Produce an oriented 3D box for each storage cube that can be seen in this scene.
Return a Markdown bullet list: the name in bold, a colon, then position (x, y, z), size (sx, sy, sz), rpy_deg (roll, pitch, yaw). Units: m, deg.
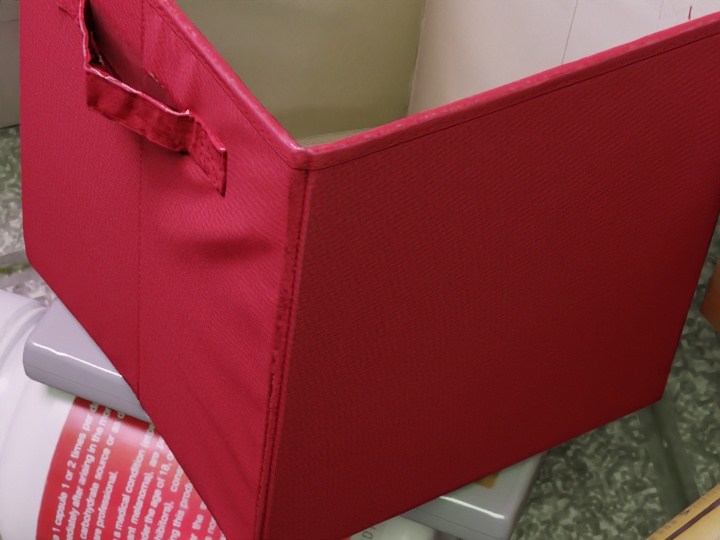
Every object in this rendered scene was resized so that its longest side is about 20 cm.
- **storage cube**: position (0.000, -0.043, 0.651), size (0.200, 0.180, 0.171), rpy_deg (-21, 50, -27)

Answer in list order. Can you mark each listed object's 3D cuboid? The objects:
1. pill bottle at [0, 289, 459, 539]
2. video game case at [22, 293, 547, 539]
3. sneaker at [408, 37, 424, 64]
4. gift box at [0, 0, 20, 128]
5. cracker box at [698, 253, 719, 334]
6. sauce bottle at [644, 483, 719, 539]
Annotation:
- **pill bottle**: position (-0.064, 0.078, 0.756), size (0.200, 0.112, 0.113), rpy_deg (19, 81, 10)
- **video game case**: position (0.000, 0.000, 0.752), size (0.182, 0.022, 0.200), rpy_deg (19, 43, 11)
- **sneaker**: position (0.077, -0.118, 0.799), size (0.200, 0.075, 0.116), rpy_deg (20, 79, 12)
- **gift box**: position (-0.213, -0.160, 0.787), size (0.184, 0.187, 0.201), rpy_deg (-15, 78, 4)
- **cracker box**: position (0.210, -0.047, 0.667), size (0.200, 0.134, 0.058), rpy_deg (-38, 74, -8)
- **sauce bottle**: position (0.095, 0.130, 0.670), size (0.200, 0.065, 0.065), rpy_deg (-35, 76, -6)
